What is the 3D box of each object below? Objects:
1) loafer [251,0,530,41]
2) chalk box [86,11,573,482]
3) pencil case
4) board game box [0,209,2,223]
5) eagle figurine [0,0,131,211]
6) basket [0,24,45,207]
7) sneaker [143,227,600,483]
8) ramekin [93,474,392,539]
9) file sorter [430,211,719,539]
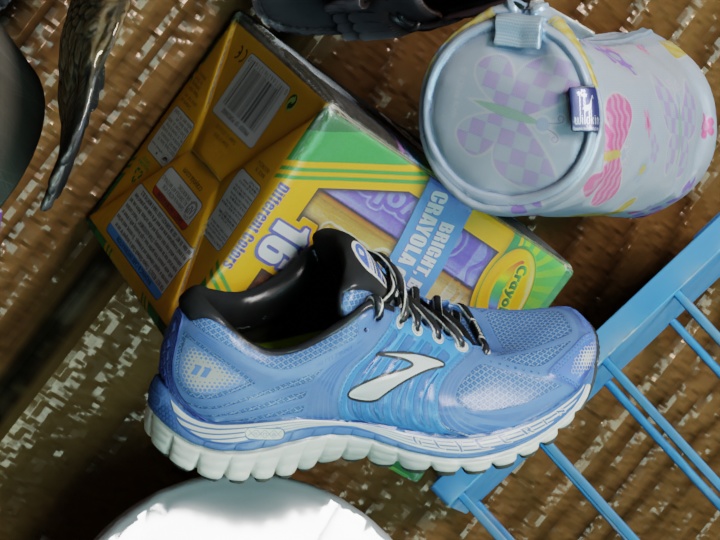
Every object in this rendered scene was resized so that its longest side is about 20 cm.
[{"bbox_3d":[0.039,-0.139,1.048,0.199,0.063,0.072,-14,123,18],"label":"loafer"},{"bbox_3d":[0.000,0.000,1.113,0.199,0.125,0.124,34,97,-33],"label":"chalk box"},{"bbox_3d":[0.096,-0.069,1.095,0.200,0.083,0.092,0,84,-66],"label":"pencil case"},{"bbox_3d":[-0.259,0.025,1.062,0.198,0.032,0.121,-2,111,-25],"label":"board game box"},{"bbox_3d":[-0.092,-0.145,0.955,0.200,0.151,0.152,-39,89,-8],"label":"eagle figurine"},{"bbox_3d":[-0.225,-0.098,0.952,0.179,0.137,0.200,-27,133,22],"label":"basket"},{"bbox_3d":[0.011,0.032,1.013,0.198,0.079,0.090,-5,118,-24],"label":"sneaker"},{"bbox_3d":[-0.064,0.200,1.158,0.201,0.094,0.204,4,79,-21],"label":"ramekin"},{"bbox_3d":[0.150,0.083,1.191,0.200,0.139,0.123,-42,80,0],"label":"file sorter"}]
